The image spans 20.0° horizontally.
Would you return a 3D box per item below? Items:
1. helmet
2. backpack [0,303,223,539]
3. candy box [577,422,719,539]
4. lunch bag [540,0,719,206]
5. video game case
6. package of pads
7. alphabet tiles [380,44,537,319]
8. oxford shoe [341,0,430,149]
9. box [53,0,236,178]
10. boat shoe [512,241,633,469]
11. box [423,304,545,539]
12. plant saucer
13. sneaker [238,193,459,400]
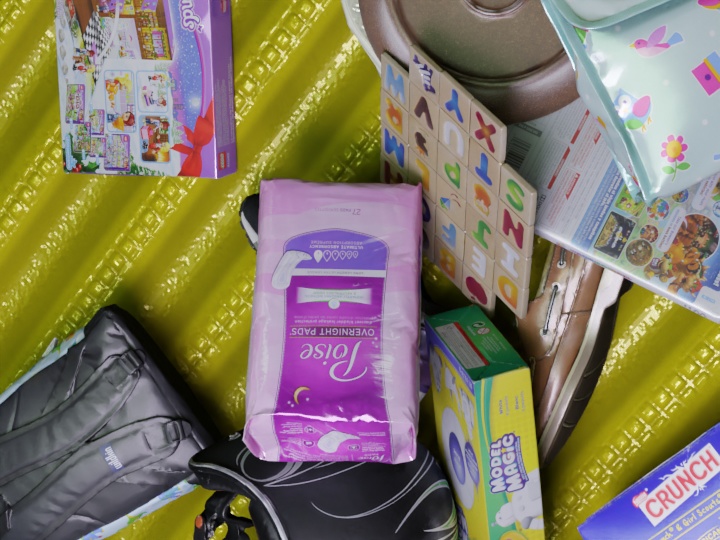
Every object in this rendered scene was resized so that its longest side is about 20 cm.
[{"bbox_3d":[-0.022,0.191,1.497,0.199,0.190,0.202,17,113,48],"label":"helmet"},{"bbox_3d":[-0.222,0.142,1.615,0.199,0.154,0.164,-37,92,4],"label":"backpack"},{"bbox_3d":[0.277,0.212,1.417,0.169,0.077,0.201,-37,76,16],"label":"candy box"},{"bbox_3d":[0.215,-0.167,1.348,0.169,0.122,0.201,-25,92,4],"label":"lunch bag"},{"bbox_3d":[0.192,-0.070,1.421,0.199,0.018,0.144,27,84,15],"label":"video game case"},{"bbox_3d":[-0.017,0.032,1.431,0.119,0.076,0.202,1,62,4],"label":"package of pads"},{"bbox_3d":[0.065,-0.059,1.433,0.166,0.006,0.201,45,154,31],"label":"alphabet tiles"},{"bbox_3d":[0.035,-0.166,1.476,0.075,0.058,0.201,-25,86,-6],"label":"oxford shoe"},{"bbox_3d":[-0.166,-0.173,1.567,0.136,0.039,0.202,4,103,22],"label":"box"},{"bbox_3d":[0.146,0.040,1.472,0.068,0.072,0.202,22,98,16],"label":"boat shoe"},{"bbox_3d":[0.091,0.139,1.471,0.048,0.117,0.202,-14,115,-11],"label":"box"},{"bbox_3d":[0.094,-0.203,1.422,0.198,0.032,0.202,0,89,8],"label":"plant saucer"},{"bbox_3d":[0.000,0.000,1.530,0.200,0.076,0.088,44,99,4],"label":"sneaker"}]
